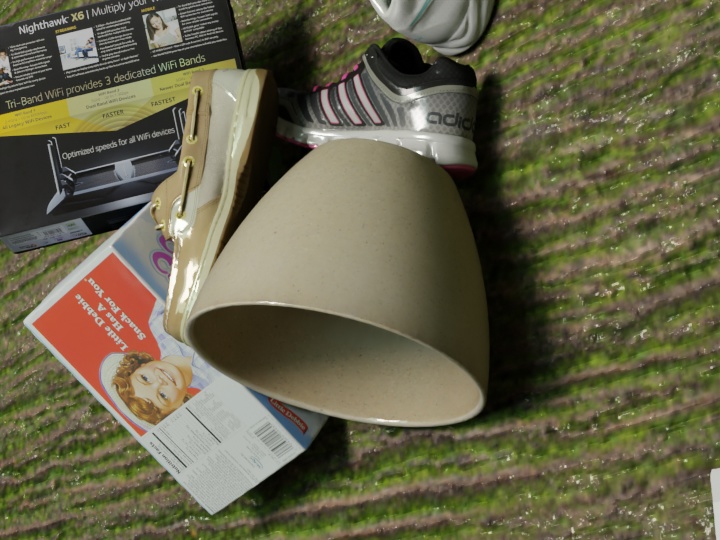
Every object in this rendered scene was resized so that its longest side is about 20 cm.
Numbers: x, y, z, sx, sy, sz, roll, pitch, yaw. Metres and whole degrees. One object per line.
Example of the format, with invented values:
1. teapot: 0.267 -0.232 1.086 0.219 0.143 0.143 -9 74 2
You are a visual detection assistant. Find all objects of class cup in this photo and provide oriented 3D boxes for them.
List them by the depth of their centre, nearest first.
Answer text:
1. cup: 0.000 0.000 1.235 0.200 0.200 0.144 -9 58 46

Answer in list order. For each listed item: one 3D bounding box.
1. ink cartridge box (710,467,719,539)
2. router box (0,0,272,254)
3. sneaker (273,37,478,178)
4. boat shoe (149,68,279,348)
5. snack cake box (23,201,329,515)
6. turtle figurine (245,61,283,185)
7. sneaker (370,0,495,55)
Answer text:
1. ink cartridge box: 0.268 0.195 1.000 0.160 0.050 0.201 -19 66 45
2. router box: -0.177 -0.114 1.369 0.199 0.052 0.158 -13 76 0
3. sneaker: 0.010 -0.119 1.314 0.199 0.073 0.088 13 88 46
4. boat shoe: -0.108 -0.045 1.293 0.066 0.074 0.201 9 72 13
5. snack cake box: -0.128 0.065 1.349 0.200 0.067 0.115 47 128 -8
6. turtle figurine: -0.147 -0.081 1.475 0.193 0.200 0.144 -14 41 22
7. sneaker: 0.064 -0.250 1.271 0.070 0.080 0.202 19 96 49
